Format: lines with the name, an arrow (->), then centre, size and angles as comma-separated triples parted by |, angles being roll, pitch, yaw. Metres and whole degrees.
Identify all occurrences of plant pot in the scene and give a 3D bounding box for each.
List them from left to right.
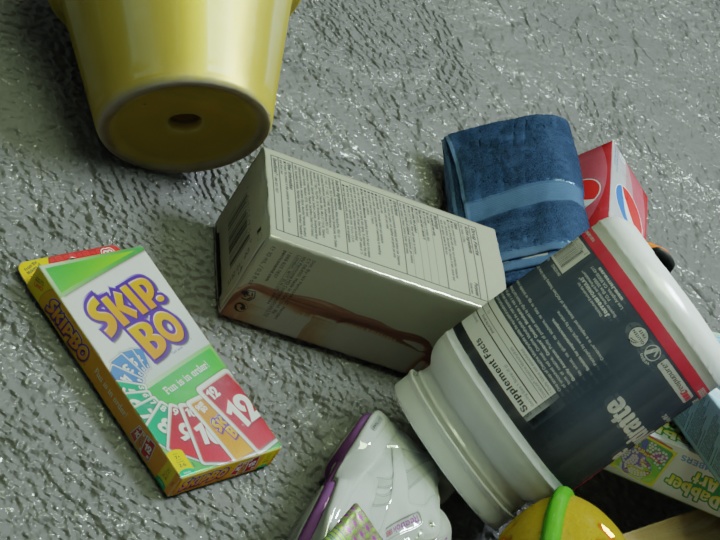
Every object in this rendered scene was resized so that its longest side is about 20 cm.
plant pot -> -0.135, -0.185, 1.588 | 0.200, 0.201, 0.190 | 12, 59, -30

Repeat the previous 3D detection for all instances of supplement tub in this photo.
supplement tub -> 0.138, 0.071, 1.470 | 0.141, 0.200, 0.140 | 53, 5, -7

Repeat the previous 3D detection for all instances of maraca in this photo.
maraca -> 0.127, 0.234, 1.389 | 0.106, 0.137, 0.201 | -2, 45, 16

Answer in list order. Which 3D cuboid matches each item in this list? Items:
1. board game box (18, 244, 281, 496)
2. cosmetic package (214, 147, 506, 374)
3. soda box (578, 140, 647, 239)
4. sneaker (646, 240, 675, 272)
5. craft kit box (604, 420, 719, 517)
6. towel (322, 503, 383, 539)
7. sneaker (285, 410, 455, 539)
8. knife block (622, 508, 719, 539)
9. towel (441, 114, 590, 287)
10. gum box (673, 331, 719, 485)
board game box -> -0.143, 0.058, 1.437 | 0.095, 0.030, 0.200 | -13, 56, -47
cosmetic package -> 0.000, 0.000, 1.566 | 0.199, 0.087, 0.104 | 19, 38, -21
soda box -> 0.191, -0.017, 1.745 | 0.070, 0.063, 0.200 | 54, 27, -29
sneaker -> 0.158, 0.054, 1.567 | 0.070, 0.090, 0.200 | 42, 69, -20
craft kit box -> 0.285, 0.133, 1.613 | 0.199, 0.049, 0.198 | 22, 23, 6
towel -> 0.017, 0.258, 1.293 | 0.200, 0.023, 0.144 | 57, 39, -9
sneaker -> 0.011, 0.170, 1.396 | 0.099, 0.075, 0.200 | 34, 36, -1
knife block -> 0.255, 0.206, 1.570 | 0.199, 0.064, 0.176 | 27, 36, -12
towel -> 0.125, -0.049, 1.710 | 0.200, 0.111, 0.049 | -92, 164, -50
gum box -> 0.310, 0.112, 1.567 | 0.169, 0.045, 0.200 | 12, 22, -20
